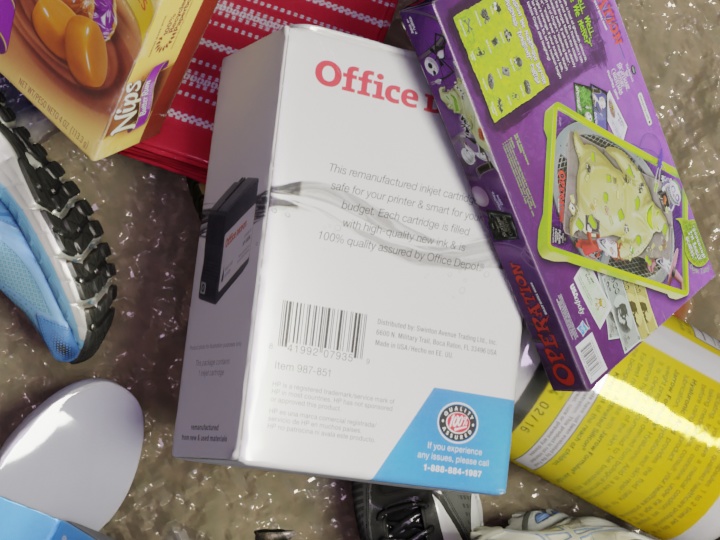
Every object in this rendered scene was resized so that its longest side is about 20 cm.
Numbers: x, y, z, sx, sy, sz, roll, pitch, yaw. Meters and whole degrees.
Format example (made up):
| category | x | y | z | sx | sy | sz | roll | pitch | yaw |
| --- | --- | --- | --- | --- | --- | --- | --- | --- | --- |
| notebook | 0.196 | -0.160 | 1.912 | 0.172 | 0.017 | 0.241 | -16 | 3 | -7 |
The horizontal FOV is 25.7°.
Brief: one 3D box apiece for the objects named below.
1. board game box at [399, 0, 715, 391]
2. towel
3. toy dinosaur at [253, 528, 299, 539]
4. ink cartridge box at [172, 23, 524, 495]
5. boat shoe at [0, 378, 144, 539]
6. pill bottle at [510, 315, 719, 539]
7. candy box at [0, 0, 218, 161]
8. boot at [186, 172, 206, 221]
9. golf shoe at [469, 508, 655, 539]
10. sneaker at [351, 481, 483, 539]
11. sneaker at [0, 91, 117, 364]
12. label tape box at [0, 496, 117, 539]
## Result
| category | x | y | z | sx | sy | sz | roll | pitch | yaw |
| --- | --- | --- | --- | --- | --- | --- | --- | --- | --- |
| board game box | 0.100 | -0.057 | 0.761 | 0.120 | 0.032 | 0.200 | -33 | 108 | -33 |
| towel | -0.057 | -0.137 | 0.841 | 0.144 | 0.022 | 0.201 | 19 | 72 | 2 |
| toy dinosaur | -0.068 | 0.176 | 0.727 | 0.199 | 0.077 | 0.103 | -5 | 88 | -20 |
| ink cartridge box | 0.000 | 0.000 | 0.760 | 0.145 | 0.084 | 0.201 | 11 | 80 | -28 |
| boat shoe | -0.184 | 0.140 | 0.814 | 0.069 | 0.057 | 0.200 | 35 | 82 | -26 |
| pill bottle | 0.157 | 0.080 | 0.850 | 0.200 | 0.111 | 0.112 | 28 | 83 | -7 |
| candy box | -0.162 | -0.165 | 0.772 | 0.200 | 0.117 | 0.056 | 43 | 39 | 13 |
| boot | 0.025 | -0.015 | 0.855 | 0.199 | 0.066 | 0.176 | -19 | 91 | -11 |
| golf shoe | 0.108 | 0.162 | 0.792 | 0.097 | 0.200 | 0.079 | -1 | 97 | 23 |
| sneaker | 0.034 | 0.167 | 0.825 | 0.066 | 0.090 | 0.201 | -10 | 95 | 9 |
| sneaker | -0.203 | -0.032 | 0.824 | 0.090 | 0.078 | 0.200 | -35 | 90 | 9 |
| label tape box | -0.121 | 0.217 | 0.789 | 0.200 | 0.063 | 0.145 | 28 | 85 | -27 |
